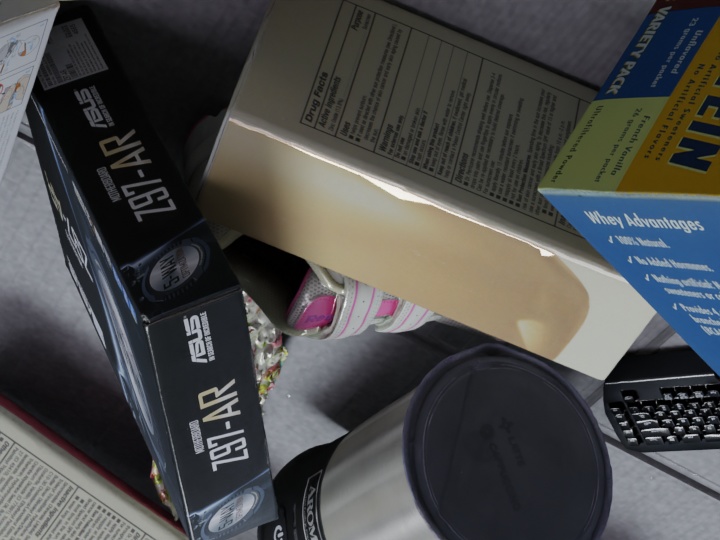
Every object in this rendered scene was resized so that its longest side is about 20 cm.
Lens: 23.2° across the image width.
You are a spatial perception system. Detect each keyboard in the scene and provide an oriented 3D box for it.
[{"bbox_3d":[0.214,0.066,0.875,0.198,0.040,0.104,-8,134,25],"label":"keyboard"}]

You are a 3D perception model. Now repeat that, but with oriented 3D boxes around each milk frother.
[{"bbox_3d":[0.078,0.142,0.929,0.199,0.182,0.188,-15,168,-31],"label":"milk frother"}]

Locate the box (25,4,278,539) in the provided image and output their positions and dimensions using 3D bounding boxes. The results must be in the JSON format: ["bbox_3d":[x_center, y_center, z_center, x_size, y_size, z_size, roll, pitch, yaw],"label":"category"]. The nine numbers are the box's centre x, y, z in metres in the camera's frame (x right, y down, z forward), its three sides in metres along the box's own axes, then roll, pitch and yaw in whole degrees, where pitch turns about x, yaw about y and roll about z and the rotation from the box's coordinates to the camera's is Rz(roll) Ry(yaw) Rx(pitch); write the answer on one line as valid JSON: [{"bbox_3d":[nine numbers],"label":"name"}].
[{"bbox_3d":[-0.099,0.001,0.799,0.043,0.201,0.161,-20,140,-14],"label":"box"}]

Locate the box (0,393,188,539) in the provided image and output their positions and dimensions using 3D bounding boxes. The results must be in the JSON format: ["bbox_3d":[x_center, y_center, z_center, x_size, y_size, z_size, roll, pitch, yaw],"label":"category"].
[{"bbox_3d":[-0.182,0.172,1.029,0.200,0.128,0.109,39,172,-20],"label":"box"}]

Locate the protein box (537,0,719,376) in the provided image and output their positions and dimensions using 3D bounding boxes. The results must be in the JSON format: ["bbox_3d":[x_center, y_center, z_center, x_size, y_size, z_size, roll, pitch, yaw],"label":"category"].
[{"bbox_3d":[0.216,-0.018,0.649,0.200,0.135,0.198,43,162,-27],"label":"protein box"}]

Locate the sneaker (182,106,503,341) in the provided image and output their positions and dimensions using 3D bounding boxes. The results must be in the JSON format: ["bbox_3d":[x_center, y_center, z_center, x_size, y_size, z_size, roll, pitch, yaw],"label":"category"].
[{"bbox_3d":[0.000,0.000,0.835,0.198,0.089,0.082,17,140,-1],"label":"sneaker"}]

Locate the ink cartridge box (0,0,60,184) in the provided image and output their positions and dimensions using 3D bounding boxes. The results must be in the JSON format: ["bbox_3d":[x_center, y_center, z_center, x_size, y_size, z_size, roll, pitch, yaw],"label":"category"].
[{"bbox_3d":[-0.237,-0.101,0.785,0.176,0.084,0.200,49,140,14],"label":"ink cartridge box"}]

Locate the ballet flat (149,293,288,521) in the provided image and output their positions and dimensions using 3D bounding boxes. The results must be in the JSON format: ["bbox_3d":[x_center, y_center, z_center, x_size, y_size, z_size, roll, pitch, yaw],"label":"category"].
[{"bbox_3d":[-0.082,0.070,0.961,0.075,0.064,0.201,12,139,4],"label":"ballet flat"}]

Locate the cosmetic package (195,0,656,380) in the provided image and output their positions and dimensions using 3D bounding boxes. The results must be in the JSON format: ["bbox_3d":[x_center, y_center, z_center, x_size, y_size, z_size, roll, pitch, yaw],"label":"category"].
[{"bbox_3d":[0.038,-0.043,0.765,0.199,0.106,0.071,23,140,-5],"label":"cosmetic package"}]
